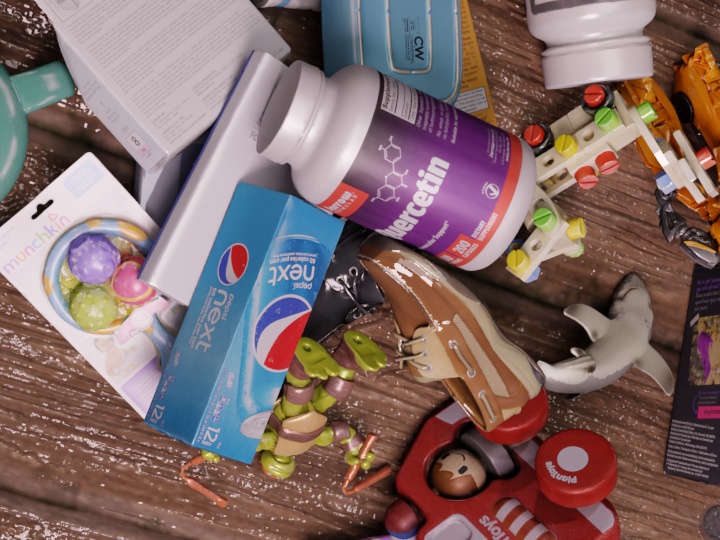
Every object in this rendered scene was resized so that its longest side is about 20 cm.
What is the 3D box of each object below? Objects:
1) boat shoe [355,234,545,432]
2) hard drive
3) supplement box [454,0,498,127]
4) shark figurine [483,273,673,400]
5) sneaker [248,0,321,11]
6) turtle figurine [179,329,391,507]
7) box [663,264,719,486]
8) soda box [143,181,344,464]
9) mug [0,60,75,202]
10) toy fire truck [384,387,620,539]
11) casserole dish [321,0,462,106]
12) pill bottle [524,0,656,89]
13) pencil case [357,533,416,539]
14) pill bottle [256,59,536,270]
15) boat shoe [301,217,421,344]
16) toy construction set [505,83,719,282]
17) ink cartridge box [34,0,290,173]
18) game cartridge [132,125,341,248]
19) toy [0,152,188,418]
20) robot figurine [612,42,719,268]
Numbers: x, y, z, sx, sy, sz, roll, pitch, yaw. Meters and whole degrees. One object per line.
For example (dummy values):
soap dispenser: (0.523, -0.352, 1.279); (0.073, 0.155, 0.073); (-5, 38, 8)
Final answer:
boat shoe: (0.066, 0.055, 1.221); (0.200, 0.076, 0.074); (44, 79, -26)
hard drive: (-0.080, -0.054, 1.228); (0.132, 0.025, 0.200); (33, 79, -41)
supplement box: (0.062, -0.179, 1.318); (0.069, 0.067, 0.200); (-19, 98, -20)
shark figurine: (0.182, 0.087, 1.370); (0.214, 0.090, 0.128); (-13, 62, -29)
sneaker: (-0.043, -0.308, 1.281); (0.087, 0.075, 0.200); (9, 89, -38)
turtle figurine: (-0.040, 0.119, 1.262); (0.200, 0.064, 0.161); (6, 131, -30)
box: (0.367, 0.102, 1.423); (0.122, 0.106, 0.200); (11, 87, -21)
soda box: (-0.088, 0.039, 1.181); (0.064, 0.068, 0.200); (25, 85, -42)
mug: (-0.313, -0.115, 1.144); (0.152, 0.114, 0.185); (36, 79, -18)
toy fire truck: (0.112, 0.189, 1.286); (0.168, 0.200, 0.112); (-33, 141, -20)
casserole dish: (0.030, -0.204, 1.246); (0.121, 0.039, 0.200); (-3, 91, -26)
pill bottle: (0.195, -0.262, 1.344); (0.113, 0.113, 0.200); (-9, 95, -21)
pencil case: (0.043, 0.262, 1.309); (0.200, 0.085, 0.084); (-8, 104, -22)
pill bottle: (0.026, -0.084, 1.182); (0.200, 0.112, 0.113); (23, 83, -17)
boat shoe: (0.001, 0.001, 1.252); (0.199, 0.066, 0.075); (-44, 134, -23)
toy construction set: (0.200, -0.079, 1.330); (0.200, 0.131, 0.092); (-24, 144, 5)
ink cartridge box: (-0.171, -0.199, 1.214); (0.200, 0.057, 0.163); (47, 54, -4)
game cartridge: (-0.089, -0.056, 1.278); (0.200, 0.041, 0.133); (6, 85, -21)
toy: (-0.186, 0.021, 1.213); (0.115, 0.047, 0.200); (-41, 115, -1)
robot figurine: (0.314, -0.099, 1.393); (0.145, 0.058, 0.200); (-21, 74, -20)
